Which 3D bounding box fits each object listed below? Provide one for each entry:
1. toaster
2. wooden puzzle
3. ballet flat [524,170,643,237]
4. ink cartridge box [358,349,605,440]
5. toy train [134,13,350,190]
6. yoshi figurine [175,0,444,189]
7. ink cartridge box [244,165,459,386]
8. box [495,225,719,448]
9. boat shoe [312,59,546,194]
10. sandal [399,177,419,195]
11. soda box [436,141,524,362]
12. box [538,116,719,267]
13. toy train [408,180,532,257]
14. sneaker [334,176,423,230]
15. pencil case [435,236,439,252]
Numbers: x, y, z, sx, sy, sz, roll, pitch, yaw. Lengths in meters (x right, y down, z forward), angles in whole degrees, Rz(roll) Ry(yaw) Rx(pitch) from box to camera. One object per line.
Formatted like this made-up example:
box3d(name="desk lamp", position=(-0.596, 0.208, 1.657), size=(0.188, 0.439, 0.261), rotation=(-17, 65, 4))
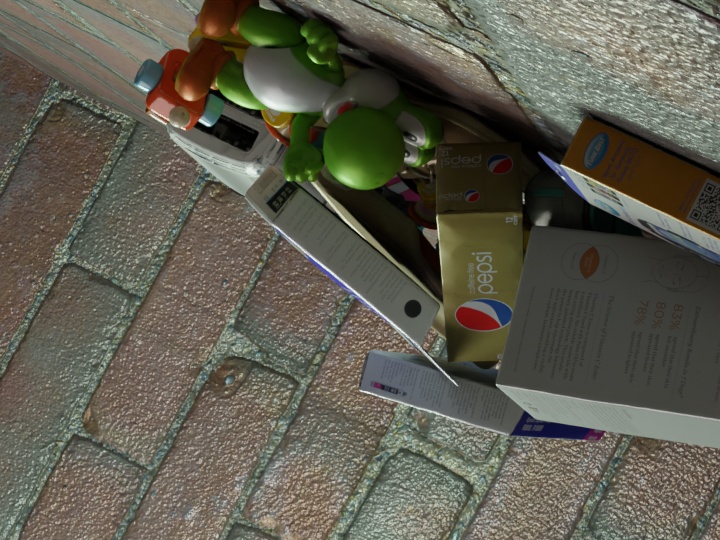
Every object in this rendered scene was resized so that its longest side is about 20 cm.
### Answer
box3d(name="toaster", position=(-0.101, -0.135, 1.895), size=(0.200, 0.114, 0.129), rotation=(28, 177, 34))
box3d(name="wooden puzzle", position=(0.035, -0.019, 1.617), size=(0.185, 0.037, 0.200), rotation=(40, 169, 42))
box3d(name="ballet flat", position=(0.173, -0.030, 1.445), size=(0.064, 0.068, 0.200), rotation=(3, 162, 22))
box3d(name="ink cartridge box", position=(0.130, 0.114, 1.588), size=(0.200, 0.043, 0.196), rotation=(17, -177, 30))
box3d(name="toy train", position=(-0.095, -0.128, 1.510), size=(0.200, 0.056, 0.150), rotation=(27, -140, -24))
box3d(name="yoshi figurine", position=(-0.038, -0.125, 1.384), size=(0.200, 0.112, 0.112), rotation=(26, 169, 3))
box3d(name="ink cartridge box", position=(0.000, 0.000, 1.518), size=(0.200, 0.043, 0.198), rotation=(42, 179, -13))
box3d(name="box", position=(0.214, 0.050, 1.331), size=(0.200, 0.125, 0.097), rotation=(8, 165, 26))
box3d(name="boat shoe", position=(0.052, -0.097, 1.457), size=(0.200, 0.065, 0.071), rotation=(27, 178, 24))
box3d(name="sandal", position=(0.054, -0.093, 1.635), size=(0.200, 0.055, 0.082), rotation=(25, 180, -36))
box3d(name="soda box", position=(0.093, -0.011, 1.424), size=(0.064, 0.068, 0.200), rotation=(-2, 145, 5))
box3d(name="box", position=(0.212, -0.039, 1.201), size=(0.200, 0.042, 0.119), rotation=(30, 179, 19))
box3d(name="toy train", position=(0.111, -0.046, 1.551), size=(0.200, 0.056, 0.150), rotation=(30, -162, -5))
box3d(name="sneaker", position=(0.000, -0.081, 1.746), size=(0.200, 0.121, 0.084), rotation=(30, 177, -41))
box3d(name="pencil case", position=(0.146, -0.009, 1.722), size=(0.087, 0.078, 0.200), rotation=(24, -172, 38))
